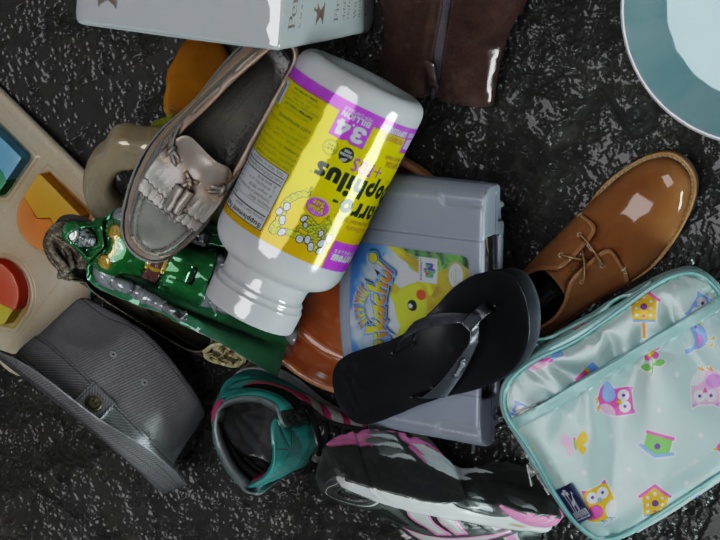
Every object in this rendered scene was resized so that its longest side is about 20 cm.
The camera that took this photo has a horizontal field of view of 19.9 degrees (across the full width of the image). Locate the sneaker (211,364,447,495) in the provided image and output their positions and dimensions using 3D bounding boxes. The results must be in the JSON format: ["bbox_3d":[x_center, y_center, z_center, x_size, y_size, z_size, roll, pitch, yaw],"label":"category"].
[{"bbox_3d":[-0.035,0.141,1.620,0.199,0.121,0.084,22,110,15],"label":"sneaker"}]

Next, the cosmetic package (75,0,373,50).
[{"bbox_3d":[-0.091,-0.261,1.526,0.166,0.200,0.168,10,104,19],"label":"cosmetic package"}]

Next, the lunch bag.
[{"bbox_3d":[0.206,0.096,1.526,0.200,0.077,0.161,-32,93,7],"label":"lunch bag"}]

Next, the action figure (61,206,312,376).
[{"bbox_3d":[-0.138,0.001,1.598,0.199,0.055,0.119,18,93,-10],"label":"action figure"}]

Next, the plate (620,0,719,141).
[{"bbox_3d":[0.288,-0.191,1.492,0.199,0.026,0.201,4,102,20],"label":"plate"}]

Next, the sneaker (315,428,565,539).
[{"bbox_3d":[0.056,0.191,1.587,0.199,0.080,0.087,17,119,-16],"label":"sneaker"}]

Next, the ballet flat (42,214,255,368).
[{"bbox_3d":[-0.168,0.026,1.640,0.200,0.046,0.067,35,133,-14],"label":"ballet flat"}]

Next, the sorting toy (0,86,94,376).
[{"bbox_3d":[-0.308,-0.036,1.737,0.200,0.036,0.185,42,111,9],"label":"sorting toy"}]

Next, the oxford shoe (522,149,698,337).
[{"bbox_3d":[0.175,-0.011,1.543,0.071,0.071,0.200,47,111,9],"label":"oxford shoe"}]

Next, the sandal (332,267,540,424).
[{"bbox_3d":[0.054,0.065,1.521,0.200,0.043,0.076,-34,79,34],"label":"sandal"}]

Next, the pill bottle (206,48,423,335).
[{"bbox_3d":[-0.040,-0.056,1.528,0.104,0.104,0.201,29,101,13],"label":"pill bottle"}]

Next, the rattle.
[{"bbox_3d":[-0.165,-0.073,1.675,0.130,0.143,0.200,-5,144,-12],"label":"rattle"}]

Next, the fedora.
[{"bbox_3d":[-0.203,0.089,1.673,0.200,0.177,0.090,37,81,14],"label":"fedora"}]

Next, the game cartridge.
[{"bbox_3d":[0.045,0.028,1.569,0.133,0.040,0.201,8,102,38],"label":"game cartridge"}]

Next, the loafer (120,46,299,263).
[{"bbox_3d":[-0.113,-0.096,1.541,0.072,0.063,0.200,36,77,-11],"label":"loafer"}]

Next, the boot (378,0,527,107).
[{"bbox_3d":[0.106,-0.206,1.547,0.199,0.072,0.167,9,115,18],"label":"boot"}]

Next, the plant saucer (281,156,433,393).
[{"bbox_3d":[0.000,0.000,1.632,0.199,0.032,0.201,4,101,21],"label":"plant saucer"}]
